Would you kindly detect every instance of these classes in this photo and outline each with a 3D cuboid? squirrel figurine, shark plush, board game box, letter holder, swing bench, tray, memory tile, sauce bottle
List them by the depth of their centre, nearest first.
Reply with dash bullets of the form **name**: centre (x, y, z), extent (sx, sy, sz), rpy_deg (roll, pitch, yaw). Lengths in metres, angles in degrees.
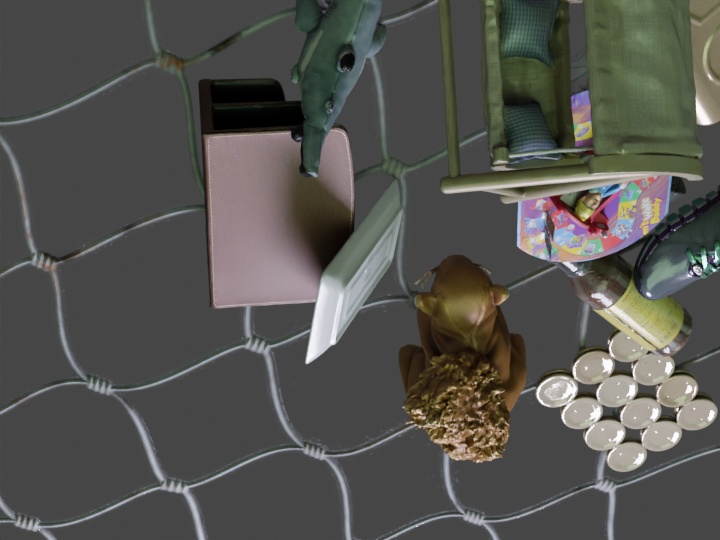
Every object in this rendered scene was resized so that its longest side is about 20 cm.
- **swing bench**: centre (0.176, -0.169, 1.113), extent (0.199, 0.200, 0.130), rpy_deg (-6, 175, 32)
- **shark plush**: centre (-0.030, -0.182, 1.154), extent (0.091, 0.201, 0.083), rpy_deg (33, 159, -17)
- **board game box**: centre (0.230, -0.078, 1.246), extent (0.157, 0.039, 0.201), rpy_deg (-10, 130, -8)
- **letter holder**: centre (-0.081, -0.075, 1.270), extent (0.141, 0.101, 0.201), rpy_deg (-3, 127, -7)
- **tray**: centre (0.000, 0.000, 1.278), extent (0.022, 0.200, 0.108), rpy_deg (19, 126, 12)
- **squirrel figurine**: centre (0.109, 0.089, 1.348), extent (0.141, 0.201, 0.187), rpy_deg (0, 139, 2)
- **sauce bottle**: centre (0.271, 0.019, 1.400), extent (0.200, 0.065, 0.065), rpy_deg (36, 115, -27)
- **memory tile**: centre (0.312, 0.149, 1.533), extent (0.153, 0.017, 0.200), rpy_deg (-36, 122, 19)

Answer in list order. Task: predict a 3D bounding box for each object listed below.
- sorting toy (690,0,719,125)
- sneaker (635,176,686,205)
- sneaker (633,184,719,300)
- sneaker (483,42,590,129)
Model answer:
- **sorting toy**: centre (0.350, -0.257, 1.206), extent (0.200, 0.037, 0.185), rpy_deg (-37, 123, 5)
- **sneaker**: centre (0.224, -0.083, 1.317), extent (0.199, 0.076, 0.091), rpy_deg (16, 129, -16)
- **sneaker**: centre (0.368, -0.034, 1.334), extent (0.200, 0.088, 0.074), rpy_deg (-43, 123, 7)
- **sneaker**: centre (0.216, -0.174, 1.242), extent (0.200, 0.080, 0.071), rpy_deg (-28, 123, 12)
